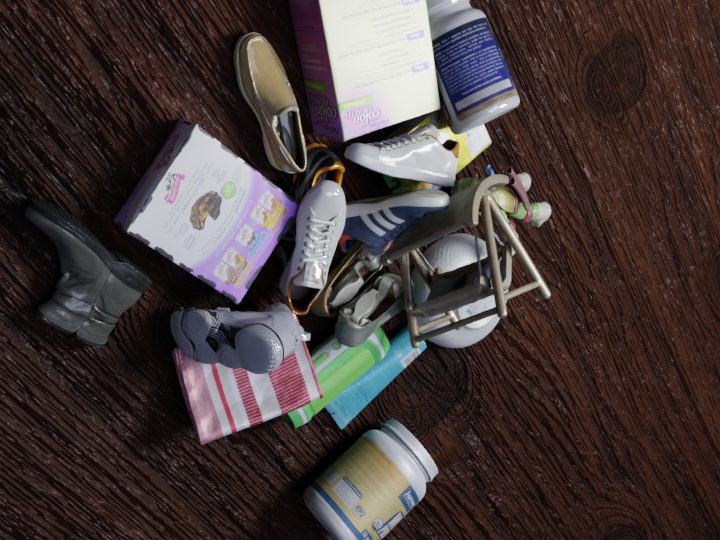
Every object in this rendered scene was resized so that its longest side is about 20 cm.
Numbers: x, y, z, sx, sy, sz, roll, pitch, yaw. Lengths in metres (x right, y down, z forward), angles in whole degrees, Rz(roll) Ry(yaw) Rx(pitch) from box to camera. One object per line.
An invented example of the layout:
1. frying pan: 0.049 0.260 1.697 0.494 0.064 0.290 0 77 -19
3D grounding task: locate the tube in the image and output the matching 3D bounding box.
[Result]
1. tube: 0.024 0.176 1.383 0.199 0.050 0.078 -41 118 -10

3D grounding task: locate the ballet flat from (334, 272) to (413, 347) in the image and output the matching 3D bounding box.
1. ballet flat: 0.030 0.046 1.293 0.200 0.067 0.064 -43 153 -43

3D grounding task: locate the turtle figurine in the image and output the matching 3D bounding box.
1. turtle figurine: 0.217 -0.092 1.381 0.192 0.143 0.203 -12 121 -45

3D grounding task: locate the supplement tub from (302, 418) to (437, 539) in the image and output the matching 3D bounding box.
1. supplement tub: 0.018 0.361 1.372 0.199 0.144 0.146 -40 122 -15

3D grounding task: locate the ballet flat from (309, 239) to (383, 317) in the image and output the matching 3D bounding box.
1. ballet flat: 0.000 0.000 1.300 0.200 0.063 0.069 -49 122 -11

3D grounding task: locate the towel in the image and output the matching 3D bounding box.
1. towel: -0.165 0.154 1.215 0.197 0.023 0.146 -17 86 -20

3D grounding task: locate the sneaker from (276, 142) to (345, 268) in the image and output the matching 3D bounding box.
1. sneaker: -0.073 -0.085 1.220 0.077 0.077 0.203 3 105 -35

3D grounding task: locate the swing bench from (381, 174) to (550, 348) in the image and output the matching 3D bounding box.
1. swing bench: 0.146 -0.014 1.245 0.129 0.198 0.203 -16 83 -44

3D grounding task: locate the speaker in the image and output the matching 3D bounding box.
1. speaker: -0.049 0.157 1.304 0.199 0.088 0.089 -38 121 -17

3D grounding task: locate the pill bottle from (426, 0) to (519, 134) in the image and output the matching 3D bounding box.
1. pill bottle: 0.152 -0.319 1.239 0.115 0.115 0.203 -25 94 -23

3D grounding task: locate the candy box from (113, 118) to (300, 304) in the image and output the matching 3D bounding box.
1. candy box: -0.209 -0.080 1.138 0.199 0.071 0.169 37 84 -35

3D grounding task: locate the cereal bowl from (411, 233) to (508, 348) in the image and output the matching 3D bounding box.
1. cereal bowl: 0.182 0.042 1.418 0.197 0.083 0.204 -10 110 -31

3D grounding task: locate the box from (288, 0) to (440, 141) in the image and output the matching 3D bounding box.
1. box: 0.008 -0.313 1.190 0.174 0.096 0.203 -23 115 -25

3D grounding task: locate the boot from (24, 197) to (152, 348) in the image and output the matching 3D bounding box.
1. boot: -0.378 0.011 1.065 0.131 0.068 0.200 -49 123 -3

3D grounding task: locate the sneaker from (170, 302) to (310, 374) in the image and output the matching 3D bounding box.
1. sneaker: -0.169 0.088 1.168 0.114 0.197 0.077 -21 119 -57

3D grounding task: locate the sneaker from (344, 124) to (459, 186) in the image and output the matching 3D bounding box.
1. sneaker: 0.064 -0.181 1.222 0.198 0.073 0.086 4 106 -37

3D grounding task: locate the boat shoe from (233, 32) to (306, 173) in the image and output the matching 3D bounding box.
1. boat shoe: -0.114 -0.232 1.148 0.071 0.076 0.202 -32 119 -20

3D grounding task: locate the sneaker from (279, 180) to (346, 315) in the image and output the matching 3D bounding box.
1. sneaker: -0.061 -0.025 1.171 0.072 0.085 0.202 8 120 -19

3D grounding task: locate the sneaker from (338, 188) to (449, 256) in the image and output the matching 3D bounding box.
1. sneaker: 0.047 -0.069 1.236 0.075 0.197 0.086 -25 105 -57

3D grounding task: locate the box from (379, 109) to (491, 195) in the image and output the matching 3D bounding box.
1. box: 0.111 -0.195 1.322 0.200 0.048 0.118 -41 121 -18
